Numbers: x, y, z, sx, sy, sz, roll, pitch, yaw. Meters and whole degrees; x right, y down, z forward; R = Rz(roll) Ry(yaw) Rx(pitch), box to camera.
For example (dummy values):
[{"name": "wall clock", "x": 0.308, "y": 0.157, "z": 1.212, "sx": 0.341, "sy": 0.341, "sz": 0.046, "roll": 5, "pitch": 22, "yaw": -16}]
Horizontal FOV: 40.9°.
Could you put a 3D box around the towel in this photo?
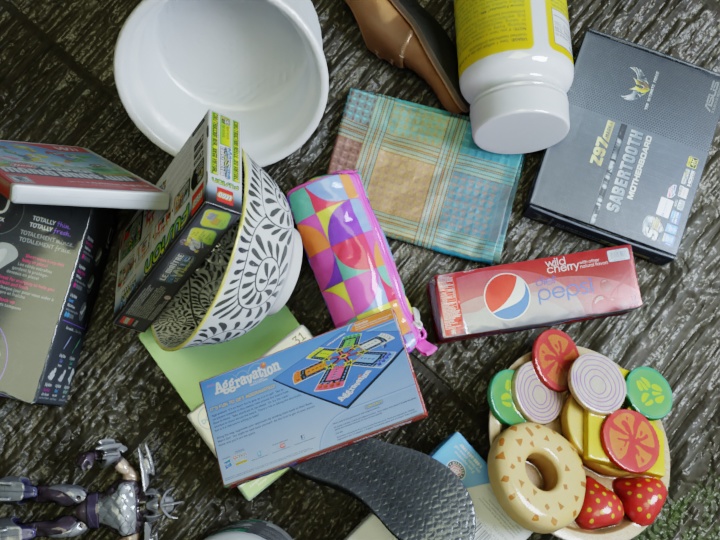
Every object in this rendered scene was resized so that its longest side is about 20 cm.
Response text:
[{"name": "towel", "x": 0.065, "y": -0.098, "z": 0.994, "sx": 0.198, "sy": 0.022, "sz": 0.148, "roll": 15, "pitch": 80, "yaw": 2}]

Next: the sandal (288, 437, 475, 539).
[{"name": "sandal", "x": 0.021, "y": 0.191, "z": 0.876, "sx": 0.199, "sy": 0.043, "sz": 0.076, "roll": 27, "pitch": 72, "yaw": 26}]

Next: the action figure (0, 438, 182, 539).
[{"name": "action figure", "x": -0.268, "y": 0.229, "z": 0.915, "sx": 0.197, "sy": 0.069, "sz": 0.132, "roll": -3, "pitch": 76, "yaw": -4}]

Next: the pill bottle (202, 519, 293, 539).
[{"name": "pill bottle", "x": -0.105, "y": 0.281, "z": 0.839, "sx": 0.112, "sy": 0.200, "sz": 0.115, "roll": 0, "pitch": 80, "yaw": -1}]

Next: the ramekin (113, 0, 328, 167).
[{"name": "ramekin", "x": -0.127, "y": -0.205, "z": 0.925, "sx": 0.198, "sy": 0.202, "sz": 0.098, "roll": 2, "pitch": 41, "yaw": 0}]

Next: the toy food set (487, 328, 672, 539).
[{"name": "toy food set", "x": 0.208, "y": 0.156, "z": 0.908, "sx": 0.198, "sy": 0.049, "sz": 0.200, "roll": 14, "pitch": 61, "yaw": -12}]

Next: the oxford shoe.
[{"name": "oxford shoe", "x": 0.047, "y": -0.237, "z": 1.004, "sx": 0.071, "sy": 0.071, "sz": 0.201, "roll": -38, "pitch": 83, "yaw": 26}]

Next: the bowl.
[{"name": "bowl", "x": -0.115, "y": -0.013, "z": 0.908, "sx": 0.093, "sy": 0.200, "sz": 0.203, "roll": 18, "pitch": 79, "yaw": -30}]

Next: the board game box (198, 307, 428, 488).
[{"name": "board game box", "x": -0.046, "y": 0.117, "z": 0.884, "sx": 0.198, "sy": 0.019, "sz": 0.104, "roll": -21, "pitch": 71, "yaw": 10}]

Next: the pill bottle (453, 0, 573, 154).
[{"name": "pill bottle", "x": 0.151, "y": -0.227, "z": 0.958, "sx": 0.113, "sy": 0.114, "sz": 0.202, "roll": -1, "pitch": 73, "yaw": -1}]

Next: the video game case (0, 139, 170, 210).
[{"name": "video game case", "x": -0.282, "y": -0.091, "z": 0.886, "sx": 0.142, "sy": 0.199, "sz": 0.018, "roll": 0, "pitch": 107, "yaw": -39}]

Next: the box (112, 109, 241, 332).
[{"name": "box", "x": -0.171, "y": -0.041, "z": 0.888, "sx": 0.034, "sy": 0.200, "sz": 0.111, "roll": 18, "pitch": 47, "yaw": -29}]

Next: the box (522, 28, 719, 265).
[{"name": "box", "x": 0.270, "y": -0.126, "z": 0.985, "sx": 0.156, "sy": 0.051, "sz": 0.202, "roll": 20, "pitch": 81, "yaw": 4}]

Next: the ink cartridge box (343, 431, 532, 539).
[{"name": "ink cartridge box", "x": 0.056, "y": 0.264, "z": 0.910, "sx": 0.200, "sy": 0.068, "sz": 0.116, "roll": -42, "pitch": 82, "yaw": -7}]

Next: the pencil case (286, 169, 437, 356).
[{"name": "pencil case", "x": 0.000, "y": 0.000, "z": 0.938, "sx": 0.088, "sy": 0.088, "sz": 0.202, "roll": -24, "pitch": 88, "yaw": -4}]

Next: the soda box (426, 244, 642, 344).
[{"name": "soda box", "x": 0.168, "y": 0.025, "z": 0.949, "sx": 0.198, "sy": 0.070, "sz": 0.064, "roll": -8, "pitch": 81, "yaw": -2}]

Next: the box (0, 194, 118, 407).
[{"name": "box", "x": -0.325, "y": 0.019, "z": 0.928, "sx": 0.121, "sy": 0.106, "sz": 0.202, "roll": 15, "pitch": 81, "yaw": 0}]

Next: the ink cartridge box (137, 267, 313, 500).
[{"name": "ink cartridge box", "x": -0.110, "y": 0.099, "z": 0.948, "sx": 0.145, "sy": 0.048, "sz": 0.201, "roll": -37, "pitch": 85, "yaw": -6}]
